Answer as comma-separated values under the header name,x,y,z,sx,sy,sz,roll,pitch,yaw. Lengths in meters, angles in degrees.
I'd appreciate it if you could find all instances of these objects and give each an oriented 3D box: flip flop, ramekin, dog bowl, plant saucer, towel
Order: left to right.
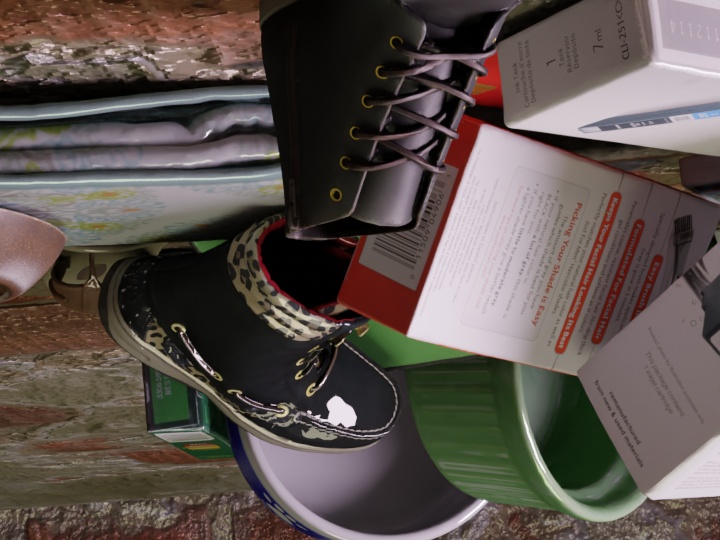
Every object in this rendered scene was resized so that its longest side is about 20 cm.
name,x,y,z,sx,sy,sz,roll,pitch,yaw
plant saucer,-0.248,-0.006,0.928,0.198,0.032,0.200,0,169,0
flip flop,-0.161,0.002,1.128,0.080,0.058,0.200,2,169,-15
towel,-0.120,-0.050,0.933,0.198,0.049,0.171,-2,171,-11
dog bowl,0.008,0.088,1.259,0.198,0.202,0.079,-1,171,-14
ramekin,0.116,0.057,1.176,0.097,0.202,0.199,-4,171,39

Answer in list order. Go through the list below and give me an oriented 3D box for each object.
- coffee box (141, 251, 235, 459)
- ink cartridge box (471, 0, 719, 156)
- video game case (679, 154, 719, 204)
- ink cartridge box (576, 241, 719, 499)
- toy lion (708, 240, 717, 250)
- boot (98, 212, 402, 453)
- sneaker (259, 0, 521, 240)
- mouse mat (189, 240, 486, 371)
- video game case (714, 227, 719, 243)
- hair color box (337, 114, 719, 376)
name,x,y,z,sx,sy,sz,roll,pitch,yaw
coffee box,-0.116,0.066,1.304,0.044,0.124,0.200,-6,170,4
ink cartridge box,0.141,-0.080,0.877,0.199,0.045,0.176,4,165,-37
video game case,0.267,-0.057,1.047,0.142,0.018,0.200,-8,175,19
ink cartridge box,0.233,0.027,0.936,0.146,0.086,0.200,5,137,-46
toy lion,0.237,0.060,1.367,0.190,0.069,0.201,-5,134,10
boot,-0.027,0.039,1.017,0.203,0.074,0.153,29,152,-29
sneaker,0.028,-0.077,0.690,0.074,0.107,0.200,2,167,-28
mouse mat,0.000,0.000,1.062,0.199,0.008,0.161,-11,129,34
video game case,0.301,0.053,1.072,0.036,0.202,0.181,-18,-179,-29
hair color box,0.092,-0.010,0.965,0.199,0.112,0.064,15,-172,-41
